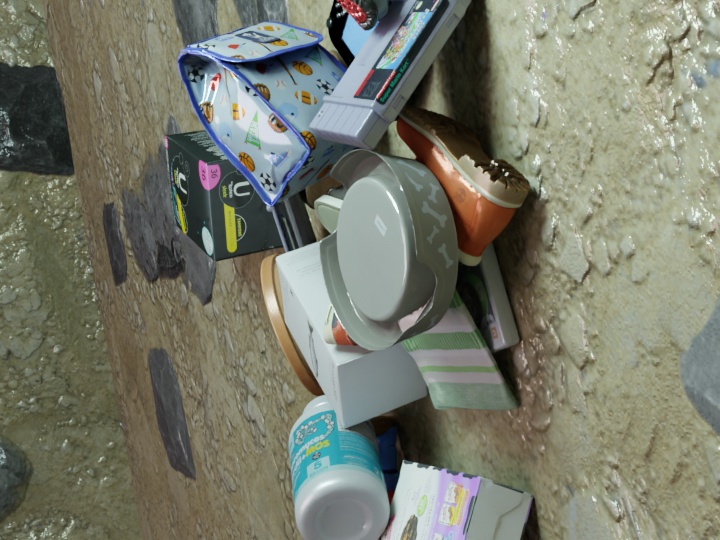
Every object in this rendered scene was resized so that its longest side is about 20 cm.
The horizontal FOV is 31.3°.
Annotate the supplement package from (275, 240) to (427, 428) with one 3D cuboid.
[{"bbox_3d":[-0.011,0.067,1.558,0.118,0.116,0.200,86,159,-43],"label":"supplement package"}]

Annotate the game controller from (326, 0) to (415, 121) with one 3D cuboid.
[{"bbox_3d":[0.015,-0.261,1.460,0.105,0.042,0.201,100,149,-42],"label":"game controller"}]

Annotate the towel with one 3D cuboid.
[{"bbox_3d":[0.077,0.063,1.379,0.152,0.023,0.201,-9,112,61],"label":"towel"}]

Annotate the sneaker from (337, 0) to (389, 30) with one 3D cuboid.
[{"bbox_3d":[0.008,-0.323,1.340,0.079,0.095,0.201,45,-165,-27],"label":"sneaker"}]

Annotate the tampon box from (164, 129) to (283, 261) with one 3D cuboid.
[{"bbox_3d":[-0.201,-0.121,1.935,0.200,0.125,0.151,-146,48,-59],"label":"tampon box"}]

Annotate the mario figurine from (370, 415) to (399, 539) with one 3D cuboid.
[{"bbox_3d":[0.017,0.289,1.621,0.124,0.105,0.202,69,-171,-73],"label":"mario figurine"}]

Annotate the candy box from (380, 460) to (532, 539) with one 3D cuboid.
[{"bbox_3d":[0.092,0.306,1.412,0.200,0.071,0.169,-6,66,68],"label":"candy box"}]

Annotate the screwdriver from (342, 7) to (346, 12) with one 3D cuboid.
[{"bbox_3d":[-0.023,-0.339,1.475,0.028,0.029,0.201,-56,30,29],"label":"screwdriver"}]

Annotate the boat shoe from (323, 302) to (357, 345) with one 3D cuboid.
[{"bbox_3d":[0.000,0.000,1.489,0.071,0.062,0.201,53,-144,-44],"label":"boat shoe"}]

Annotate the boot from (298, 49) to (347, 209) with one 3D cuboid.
[{"bbox_3d":[-0.044,-0.171,1.602,0.074,0.075,0.202,-146,50,-62],"label":"boot"}]

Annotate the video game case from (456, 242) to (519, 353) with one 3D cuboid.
[{"bbox_3d":[0.100,0.000,1.402,0.182,0.023,0.202,145,112,-66],"label":"video game case"}]

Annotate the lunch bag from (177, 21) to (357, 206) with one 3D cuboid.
[{"bbox_3d":[-0.097,-0.203,1.493,0.200,0.170,0.124,48,128,9],"label":"lunch bag"}]

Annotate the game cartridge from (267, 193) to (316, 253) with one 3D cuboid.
[{"bbox_3d":[-0.088,-0.059,1.679,0.130,0.038,0.201,-102,-4,-59],"label":"game cartridge"}]

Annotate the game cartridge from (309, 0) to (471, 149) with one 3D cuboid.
[{"bbox_3d":[0.032,-0.215,1.290,0.201,0.038,0.129,-57,22,-6],"label":"game cartridge"}]

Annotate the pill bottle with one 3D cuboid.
[{"bbox_3d":[-0.030,0.235,1.542,0.201,0.110,0.112,-103,13,-60],"label":"pill bottle"}]

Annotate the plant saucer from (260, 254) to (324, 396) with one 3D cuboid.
[{"bbox_3d":[-0.078,0.071,1.742,0.200,0.032,0.202,-23,-90,-79],"label":"plant saucer"}]

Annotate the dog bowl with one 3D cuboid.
[{"bbox_3d":[0.028,-0.023,1.288,0.200,0.058,0.202,21,114,57],"label":"dog bowl"}]

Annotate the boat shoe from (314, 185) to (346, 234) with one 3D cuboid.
[{"bbox_3d":[0.035,-0.051,1.410,0.200,0.060,0.072,28,147,39],"label":"boat shoe"}]

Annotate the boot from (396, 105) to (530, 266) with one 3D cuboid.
[{"bbox_3d":[0.081,-0.091,1.296,0.200,0.074,0.108,53,127,44],"label":"boot"}]
